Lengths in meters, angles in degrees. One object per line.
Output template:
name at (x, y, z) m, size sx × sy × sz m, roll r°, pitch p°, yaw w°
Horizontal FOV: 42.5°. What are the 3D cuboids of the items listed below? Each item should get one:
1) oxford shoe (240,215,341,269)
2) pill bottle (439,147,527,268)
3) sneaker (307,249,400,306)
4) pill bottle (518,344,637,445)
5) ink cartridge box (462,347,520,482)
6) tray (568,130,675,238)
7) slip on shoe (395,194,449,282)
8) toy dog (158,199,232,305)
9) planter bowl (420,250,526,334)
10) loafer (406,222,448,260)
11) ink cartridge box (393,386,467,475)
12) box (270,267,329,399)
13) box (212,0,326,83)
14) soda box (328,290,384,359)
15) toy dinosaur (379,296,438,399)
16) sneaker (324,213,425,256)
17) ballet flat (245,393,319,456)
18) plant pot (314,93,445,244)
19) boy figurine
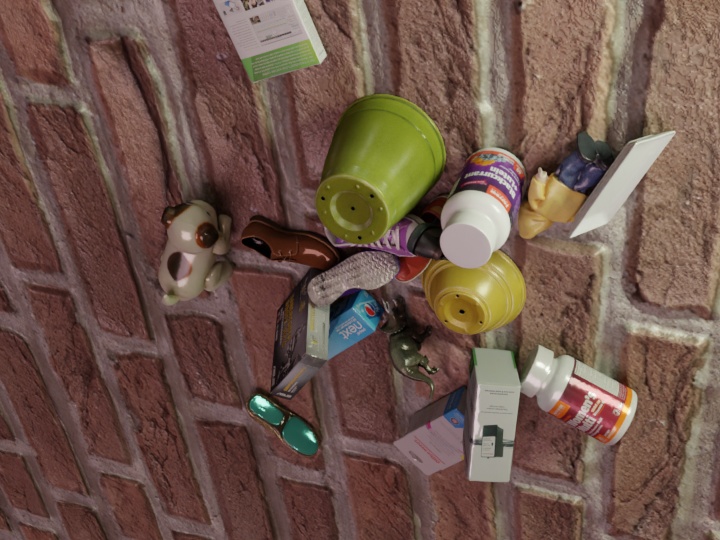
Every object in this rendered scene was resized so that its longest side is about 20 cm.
oxford shoe at (-0.134, -0.036, 1.745) m, size 0.197 × 0.072 × 0.072 m, roll 17°, pitch 130°, yaw 10°
pill bottle at (0.189, -0.096, 1.449) m, size 0.109 × 0.201 × 0.113 m, roll 13°, pitch 131°, yaw 15°
sneaker at (0.000, 0.000, 1.690) m, size 0.198 × 0.099 × 0.071 m, roll -19°, pitch 97°, yaw 34°
pill bottle at (0.388, 0.222, 1.669) m, size 0.198 × 0.110 × 0.110 m, roll 28°, pitch 133°, yaw 2°
ink cartridge box at (0.239, 0.267, 1.710) m, size 0.081 × 0.147 × 0.204 m, roll 4°, pitch 112°, yaw 1°
tray at (0.389, -0.134, 1.403) m, size 0.022 × 0.106 × 0.201 m, roll 50°, pitch 138°, yaw 23°
slip on shoe at (0.102, -0.050, 1.615) m, size 0.074 × 0.061 × 0.201 m, roll 42°, pitch 132°, yaw 7°
toy dog at (-0.327, -0.050, 1.750) m, size 0.139 × 0.194 × 0.201 m, roll 34°, pitch 141°, yaw 13°
planter bowl at (0.189, 0.051, 1.647) m, size 0.197 × 0.084 × 0.203 m, roll 14°, pitch 131°, yaw 16°
loafer at (0.146, -0.040, 1.518) m, size 0.063 × 0.199 × 0.073 m, roll 34°, pitch 112°, yaw 26°
ink cartridge box at (0.174, 0.331, 1.888) m, size 0.115 × 0.068 × 0.199 m, roll 44°, pitch 131°, yaw -12°
box at (-0.114, 0.121, 1.770) m, size 0.048 × 0.203 × 0.159 m, roll 19°, pitch 138°, yaw -21°
box at (-0.155, -0.411, 1.479) m, size 0.142 × 0.036 × 0.202 m, roll -7°, pitch 121°, yaw 30°
soda box at (-0.045, 0.116, 1.826) m, size 0.068 × 0.064 × 0.199 m, roll 44°, pitch 131°, yaw -13°
toy dinosaur at (0.088, 0.156, 1.748) m, size 0.101 × 0.203 × 0.077 m, roll 4°, pitch 154°, yaw -27°
sneaker at (0.021, -0.057, 1.576) m, size 0.198 × 0.113 × 0.074 m, roll 13°, pitch 111°, yaw 44°
ballet flat at (-0.178, 0.347, 2.086) m, size 0.200 × 0.071 × 0.065 m, roll 42°, pitch 160°, yaw -7°
plant pot at (0.017, -0.148, 1.497) m, size 0.197 × 0.194 × 0.203 m, roll 13°, pitch 131°, yaw 16°
boy figurine at (0.319, -0.121, 1.460) m, size 0.122 × 0.065 × 0.201 m, roll 16°, pitch 139°, yaw -18°
